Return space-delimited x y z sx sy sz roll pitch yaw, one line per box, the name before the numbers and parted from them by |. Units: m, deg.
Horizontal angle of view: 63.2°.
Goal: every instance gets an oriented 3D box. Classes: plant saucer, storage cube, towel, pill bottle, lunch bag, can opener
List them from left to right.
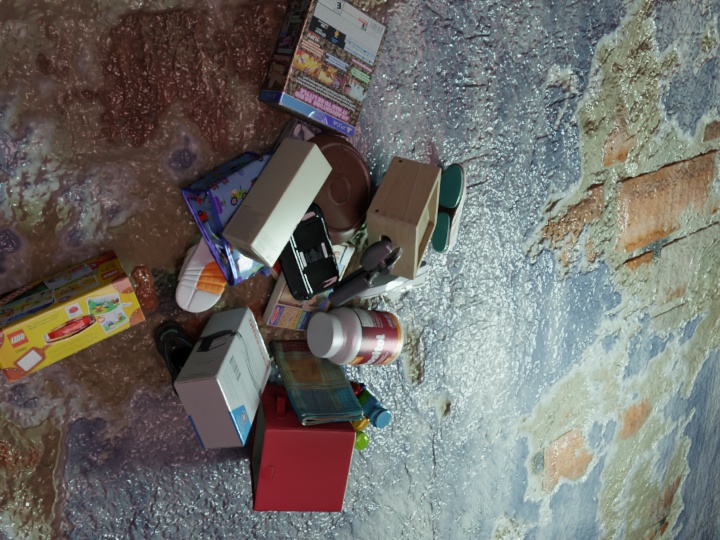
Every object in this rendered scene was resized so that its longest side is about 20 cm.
lunch bag | -0.193 -0.082 1.015 0.150 0.092 0.205 -38 122 -35
storage cube | -0.120 0.346 1.157 0.174 0.171 0.206 7 104 -16
towel | -0.088 0.212 1.147 0.143 0.202 0.022 5 127 -34
plant saucer | -0.046 -0.149 1.084 0.196 0.034 0.208 -4 96 -41
pill bottle | -0.011 0.136 1.201 0.196 0.112 0.116 8 102 -44
can opener | 0.000 0.000 1.100 0.067 0.198 0.054 44 42 -16

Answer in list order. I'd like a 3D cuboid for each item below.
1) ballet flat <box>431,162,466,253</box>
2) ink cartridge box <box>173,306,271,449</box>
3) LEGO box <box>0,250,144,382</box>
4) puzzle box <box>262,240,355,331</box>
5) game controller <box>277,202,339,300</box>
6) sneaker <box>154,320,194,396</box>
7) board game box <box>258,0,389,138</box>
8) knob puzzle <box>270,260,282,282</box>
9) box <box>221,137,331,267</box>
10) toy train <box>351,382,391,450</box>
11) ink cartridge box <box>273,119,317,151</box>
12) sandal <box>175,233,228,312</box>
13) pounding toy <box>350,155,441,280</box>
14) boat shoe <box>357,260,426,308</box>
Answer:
ballet flat | 0.202 -0.139 1.300 0.068 0.069 0.206 -3 112 -31
ink cartridge box | -0.236 0.186 1.035 0.081 0.202 0.149 -9 118 12
LEGO box | -0.447 0.061 0.888 0.196 0.148 0.079 -26 119 -23
puzzle box | -0.101 0.022 1.151 0.131 0.025 0.205 14 105 -42
game controller | -0.099 -0.030 1.062 0.102 0.042 0.203 -28 135 -15
sneaker | -0.313 0.191 1.064 0.074 0.079 0.204 -33 122 -19
board game box | -0.064 -0.362 1.023 0.156 0.096 0.205 16 97 -35
knob puzzle | -0.127 -0.084 1.119 0.214 0.030 0.227 -11 112 -29
box | -0.134 -0.114 0.954 0.203 0.081 0.069 -59 141 -15
toy train | -0.024 0.356 1.283 0.201 0.115 0.085 -49 124 -9
ink cartridge box | -0.079 -0.178 1.100 0.199 0.039 0.102 38 69 -37
sandal | -0.268 -0.024 1.036 0.078 0.058 0.212 32 67 -33
pounding toy | 0.062 -0.082 1.151 0.203 0.138 0.187 86 24 -52
boat shoe | 0.064 0.042 1.266 0.198 0.074 0.089 -21 120 -36
